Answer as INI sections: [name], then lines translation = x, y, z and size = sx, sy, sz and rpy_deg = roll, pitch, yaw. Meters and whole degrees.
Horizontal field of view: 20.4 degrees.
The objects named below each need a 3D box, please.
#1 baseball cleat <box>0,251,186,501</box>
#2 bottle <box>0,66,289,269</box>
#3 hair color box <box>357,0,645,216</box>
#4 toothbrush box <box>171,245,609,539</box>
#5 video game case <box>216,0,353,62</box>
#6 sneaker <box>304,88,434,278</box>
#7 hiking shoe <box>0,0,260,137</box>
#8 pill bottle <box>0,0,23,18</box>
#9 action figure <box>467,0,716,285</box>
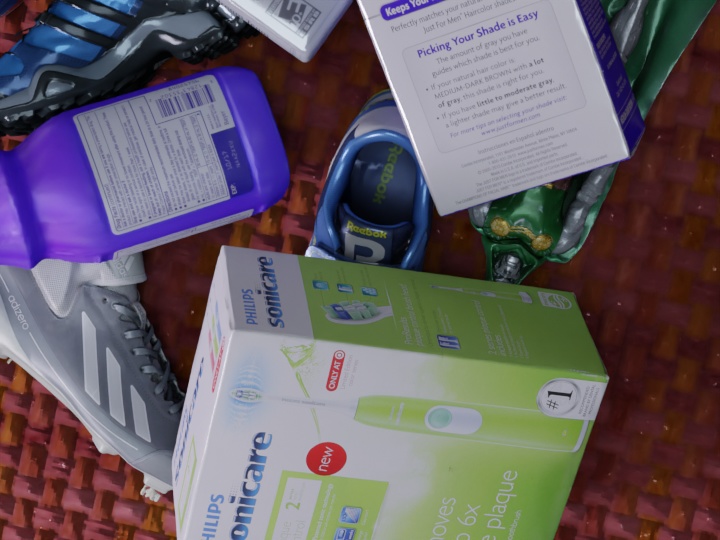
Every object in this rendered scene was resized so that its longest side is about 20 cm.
[baseball cleat]
translation = -0.133, 0.044, 1.123
size = 0.200, 0.070, 0.107
rpy_deg = 37, 100, 0
[bottle]
translation = -0.141, -0.047, 1.082
size = 0.199, 0.065, 0.084
rpy_deg = -19, 81, -13
[hair color box]
translation = 0.060, -0.141, 1.016
size = 0.109, 0.065, 0.201
rpy_deg = -16, 105, 21
[toothbrush box]
translation = 0.011, 0.081, 1.052
size = 0.199, 0.086, 0.146
rpy_deg = 9, 120, -13
[video game case]
translation = -0.045, -0.243, 1.070
size = 0.182, 0.024, 0.200
rpy_deg = 35, 83, 1
[sneaker]
translation = 0.000, 0.000, 1.095
size = 0.073, 0.082, 0.201
rpy_deg = 11, 100, 3
[hiking shoe]
translation = -0.147, -0.138, 1.107
size = 0.199, 0.074, 0.087
rpy_deg = -24, 87, -1
[pill bottle]
translation = -0.239, -0.180, 1.040
size = 0.111, 0.200, 0.113
rpy_deg = 1, 98, 7
[action figure]
translation = 0.109, -0.078, 1.088
size = 0.117, 0.055, 0.201
rpy_deg = 19, 103, 1
